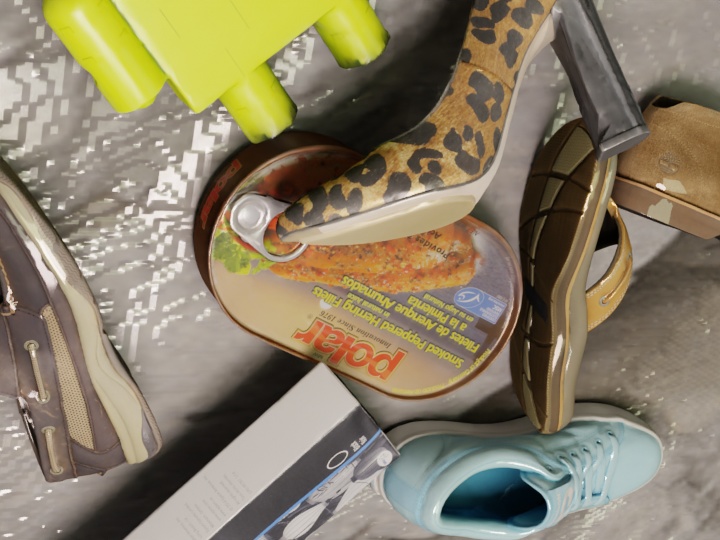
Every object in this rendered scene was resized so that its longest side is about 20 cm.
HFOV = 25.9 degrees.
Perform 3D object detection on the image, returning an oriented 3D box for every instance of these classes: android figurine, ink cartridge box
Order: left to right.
[{"bbox_3d":[-0.067,-0.160,0.741,0.182,0.041,0.200,-37,125,-7],"label":"android figurine"},{"bbox_3d":[-0.072,0.141,0.852,0.200,0.039,0.099,-41,154,-3],"label":"ink cartridge box"}]

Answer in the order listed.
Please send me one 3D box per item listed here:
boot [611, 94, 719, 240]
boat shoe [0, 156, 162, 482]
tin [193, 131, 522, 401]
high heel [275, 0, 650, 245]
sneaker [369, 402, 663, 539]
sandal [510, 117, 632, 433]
[{"bbox_3d":[0.237,-0.044,0.932,0.200,0.074,0.075,19,93,-30],"label":"boot"},{"bbox_3d":[-0.163,0.029,0.757,0.073,0.074,0.200,-30,121,-12],"label":"boat shoe"},{"bbox_3d":[0.000,0.000,0.848,0.200,0.042,0.112,28,94,-33],"label":"tin"},{"bbox_3d":[0.032,-0.098,0.796,0.200,0.071,0.143,-21,80,-10],"label":"high heel"},{"bbox_3d":[0.107,0.130,0.934,0.200,0.082,0.074,-4,115,-25],"label":"sneaker"},{"bbox_3d":[0.124,0.003,0.885,0.054,0.080,0.200,-5,121,-13],"label":"sandal"}]
